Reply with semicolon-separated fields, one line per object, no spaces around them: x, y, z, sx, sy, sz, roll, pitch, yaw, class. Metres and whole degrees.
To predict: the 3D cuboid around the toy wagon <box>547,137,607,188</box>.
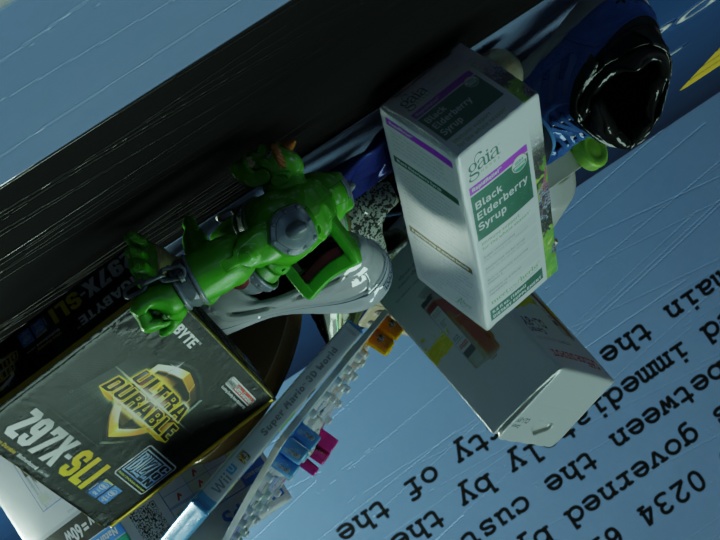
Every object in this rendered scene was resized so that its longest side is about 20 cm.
0.155;-0.082;1.422;0.200;0.040;0.155;-37;-177;-42;toy wagon

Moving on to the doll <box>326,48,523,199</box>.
0.039;-0.100;1.218;0.200;0.048;0.136;-39;170;-13;doll

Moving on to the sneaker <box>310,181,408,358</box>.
0.000;0.000;1.333;0.088;0.077;0.200;-16;145;-12;sneaker

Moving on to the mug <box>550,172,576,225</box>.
0.133;-0.088;1.620;0.149;0.187;0.153;16;140;-21;mug

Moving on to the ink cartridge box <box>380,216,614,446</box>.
0.108;0.048;1.412;0.083;0.200;0.145;-46;155;14;ink cartridge box

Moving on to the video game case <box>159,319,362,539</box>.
-0.082;0.135;1.263;0.200;0.018;0.143;-49;179;-34;video game case

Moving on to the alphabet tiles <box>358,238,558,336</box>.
0.086;-0.002;1.574;0.166;0.006;0.200;13;133;-26;alphabet tiles

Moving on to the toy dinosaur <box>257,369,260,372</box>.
-0.172;0.075;1.313;0.086;0.135;0.200;-62;-155;3;toy dinosaur

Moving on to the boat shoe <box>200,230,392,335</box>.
-0.079;0.001;1.183;0.200;0.074;0.065;-13;153;17;boat shoe

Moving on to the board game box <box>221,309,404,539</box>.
-0.046;0.152;1.384;0.200;0.026;0.200;-50;171;-49;board game box

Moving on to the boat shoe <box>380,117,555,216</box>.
0.072;-0.071;1.310;0.200;0.084;0.069;-24;-163;49;boat shoe

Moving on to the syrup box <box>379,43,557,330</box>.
0.081;-0.057;1.180;0.079;0.081;0.200;-40;146;-19;syrup box

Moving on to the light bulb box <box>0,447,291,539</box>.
-0.204;0.180;1.465;0.125;0.200;0.198;-37;173;37;light bulb box

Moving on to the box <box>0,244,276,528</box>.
-0.166;0.085;1.135;0.160;0.049;0.200;-36;147;-1;box

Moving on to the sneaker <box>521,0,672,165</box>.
0.166;-0.120;1.278;0.077;0.111;0.200;21;124;-31;sneaker

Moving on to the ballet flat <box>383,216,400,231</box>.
0.014;-0.045;1.445;0.200;0.072;0.072;-19;167;-39;ballet flat

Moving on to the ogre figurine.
-0.068;-0.020;1.046;0.120;0.098;0.200;-25;168;16;ogre figurine

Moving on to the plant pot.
-0.104;0.074;1.374;0.200;0.027;0.200;-43;-149;35;plant pot
